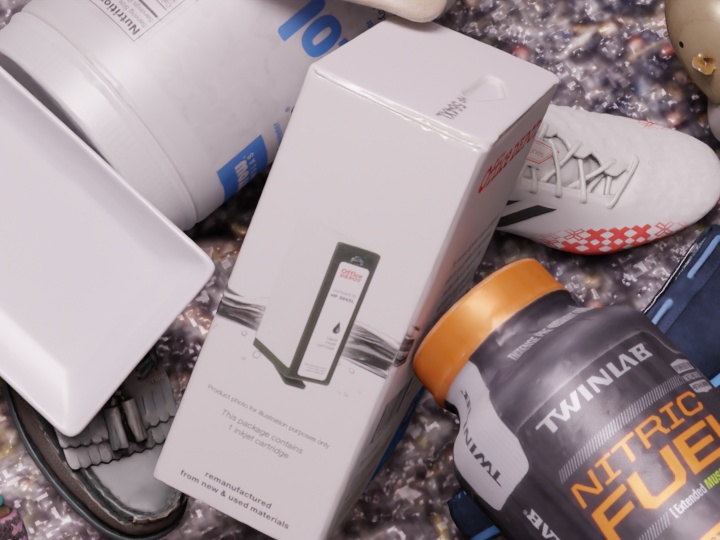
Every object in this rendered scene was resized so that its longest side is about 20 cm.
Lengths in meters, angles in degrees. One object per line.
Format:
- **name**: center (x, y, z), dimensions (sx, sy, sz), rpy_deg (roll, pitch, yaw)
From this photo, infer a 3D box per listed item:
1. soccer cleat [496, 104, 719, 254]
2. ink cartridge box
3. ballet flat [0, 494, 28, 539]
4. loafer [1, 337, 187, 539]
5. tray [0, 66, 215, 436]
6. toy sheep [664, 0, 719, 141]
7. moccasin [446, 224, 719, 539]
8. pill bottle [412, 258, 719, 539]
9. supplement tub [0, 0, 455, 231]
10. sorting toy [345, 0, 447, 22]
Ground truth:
- **soccer cleat**: center (0.076, -0.052, 1.091), dimensions (0.200, 0.085, 0.069), rpy_deg (6, 72, 1)
- **ink cartridge box**: center (0.000, 0.000, 0.995), dimensions (0.084, 0.146, 0.200), rpy_deg (25, 111, 9)
- **ballet flat**: center (-0.249, 0.147, 1.036), dimensions (0.200, 0.069, 0.071), rpy_deg (-6, 92, -4)
- **loafer**: center (-0.134, 0.030, 1.067), dimensions (0.072, 0.063, 0.200), rpy_deg (-19, 72, -23)
- **tray**: center (-0.167, -0.030, 1.031), dimensions (0.200, 0.022, 0.107), rpy_deg (42, 104, 5)
- **toy sheep**: center (0.239, -0.097, 1.089), dimensions (0.200, 0.138, 0.138), rpy_deg (19, 72, 0)
- **moccasin**: center (0.111, 0.052, 1.069), dimensions (0.200, 0.080, 0.068), rpy_deg (-36, 90, -25)
- **pill bottle**: center (0.110, 0.088, 0.930), dimensions (0.106, 0.106, 0.200), rpy_deg (-39, 72, -12)
- **supplement tub**: center (-0.062, -0.119, 1.087), dimensions (0.200, 0.132, 0.132), rpy_deg (-42, 78, -12)
- **sorting toy**: center (-0.031, -0.215, 1.036), dimensions (0.200, 0.036, 0.185), rpy_deg (17, 68, 12)
